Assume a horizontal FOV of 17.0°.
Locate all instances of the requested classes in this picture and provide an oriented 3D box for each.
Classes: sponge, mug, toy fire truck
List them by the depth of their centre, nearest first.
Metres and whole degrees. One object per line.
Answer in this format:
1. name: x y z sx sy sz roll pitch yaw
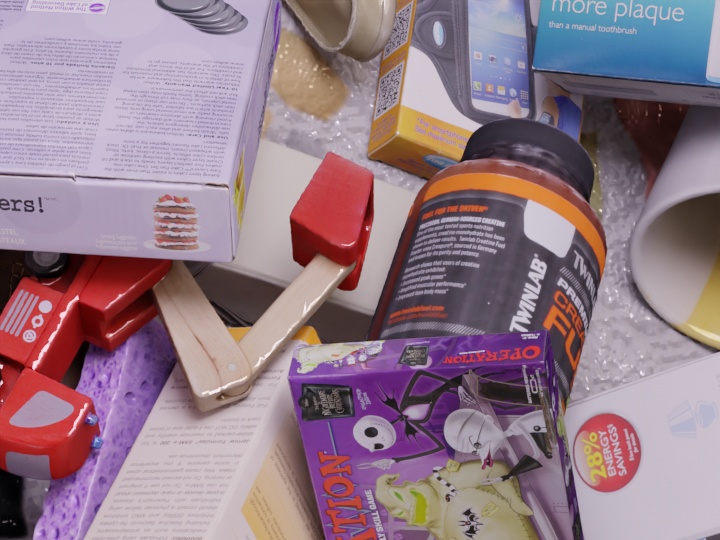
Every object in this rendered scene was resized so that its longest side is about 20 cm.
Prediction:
1. toy fire truck: -0.090 0.021 1.135 0.140 0.049 0.201 23 67 10
2. sponge: -0.113 0.132 1.167 0.112 0.030 0.201 48 47 -47
3. mug: 0.243 -0.042 1.425 0.148 0.187 0.154 11 52 10

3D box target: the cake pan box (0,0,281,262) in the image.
1. cake pan box: -0.144 -0.084 1.143 0.198 0.053 0.185 3 39 3

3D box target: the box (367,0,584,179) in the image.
1. box: 0.076 -0.141 1.402 0.118 0.041 0.201 19 66 -23

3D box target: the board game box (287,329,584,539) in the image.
1. board game box: 0.042 0.117 1.130 0.032 0.119 0.201 -72 155 -51

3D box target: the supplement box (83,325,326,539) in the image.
1. supplement box: -0.065 0.139 1.144 0.127 0.073 0.201 67 34 -35

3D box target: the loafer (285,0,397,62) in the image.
1. loafer: -0.048 -0.199 1.336 0.068 0.076 0.201 -20 73 -32

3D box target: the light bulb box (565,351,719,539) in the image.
1. light bulb box: 0.223 0.151 1.288 0.199 0.124 0.200 6 67 -55

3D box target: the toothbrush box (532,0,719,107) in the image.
1. toothbrush box: 0.185 -0.196 1.335 0.145 0.085 0.202 8 87 18

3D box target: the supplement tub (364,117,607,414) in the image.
1. supplement tub: 0.063 0.019 1.206 0.107 0.107 0.201 31 53 -16

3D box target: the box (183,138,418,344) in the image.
1. box: 0.000 0.000 1.289 0.199 0.068 0.083 20 63 -22

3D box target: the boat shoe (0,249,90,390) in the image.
1. boat shoe: -0.147 -0.015 1.210 0.072 0.067 0.202 14 66 -25
